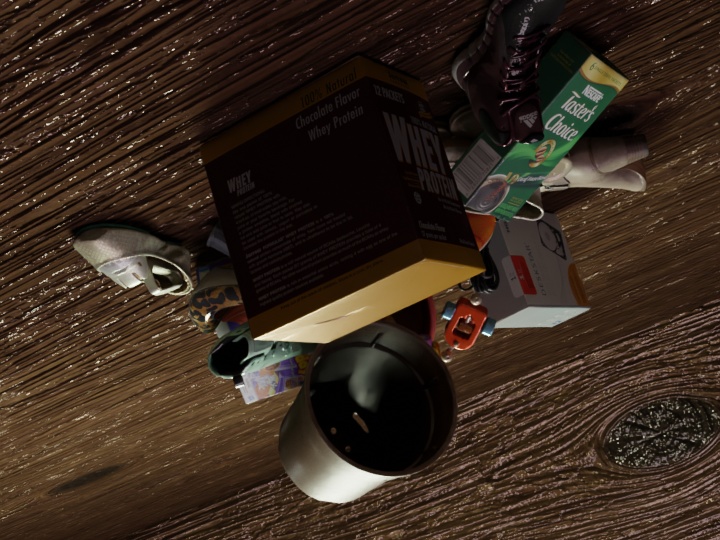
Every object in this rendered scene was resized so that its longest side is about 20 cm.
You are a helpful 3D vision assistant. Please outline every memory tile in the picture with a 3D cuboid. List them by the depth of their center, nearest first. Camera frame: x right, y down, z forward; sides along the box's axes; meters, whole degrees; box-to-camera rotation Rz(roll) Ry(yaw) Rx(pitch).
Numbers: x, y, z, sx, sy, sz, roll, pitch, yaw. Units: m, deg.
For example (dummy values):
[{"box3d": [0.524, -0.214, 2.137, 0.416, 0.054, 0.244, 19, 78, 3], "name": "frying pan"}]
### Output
[{"box3d": [0.148, -0.133, 1.454, 0.152, 0.017, 0.200, -23, 149, 14], "name": "memory tile"}]

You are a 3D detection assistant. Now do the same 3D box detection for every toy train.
[{"box3d": [0.068, 0.065, 1.682, 0.198, 0.151, 0.056, 19, -154, -1], "name": "toy train"}]

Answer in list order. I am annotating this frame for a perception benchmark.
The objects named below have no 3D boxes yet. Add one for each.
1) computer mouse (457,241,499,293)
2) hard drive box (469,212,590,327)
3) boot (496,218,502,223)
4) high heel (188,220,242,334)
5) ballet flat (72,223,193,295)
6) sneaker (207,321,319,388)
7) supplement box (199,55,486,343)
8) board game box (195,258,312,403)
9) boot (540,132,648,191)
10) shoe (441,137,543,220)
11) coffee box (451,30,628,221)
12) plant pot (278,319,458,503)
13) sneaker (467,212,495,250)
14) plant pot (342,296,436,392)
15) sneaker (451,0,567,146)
[{"box3d": [0.077, -0.031, 1.684, 0.198, 0.139, 0.053, -4, 143, -3], "name": "computer mouse"}, {"box3d": [0.232, -0.003, 1.859, 0.076, 0.157, 0.199, -27, 164, 32], "name": "hard drive box"}, {"box3d": [0.090, -0.082, 1.581, 0.173, 0.070, 0.200, -2, 152, -26], "name": "boot"}, {"box3d": [-0.127, 0.041, 1.532, 0.072, 0.142, 0.201, -57, 172, -40], "name": "high heel"}, {"box3d": [-0.242, -0.008, 1.439, 0.067, 0.063, 0.200, -24, 165, 21], "name": "ballet flat"}, {"box3d": [-0.093, 0.078, 1.574, 0.199, 0.074, 0.118, -29, 179, 8], "name": "sneaker"}, {"box3d": [-0.018, -0.061, 1.238, 0.196, 0.202, 0.132, -25, 164, 26], "name": "supplement box"}, {"box3d": [-0.116, 0.066, 1.669, 0.133, 0.045, 0.201, -18, 126, 0], "name": "board game box"}, {"box3d": [0.291, -0.130, 1.664, 0.145, 0.071, 0.200, -14, 165, 7], "name": "boot"}, {"box3d": [0.130, -0.098, 1.434, 0.199, 0.054, 0.070, 12, 141, -37], "name": "shoe"}, {"box3d": [0.181, -0.145, 1.339, 0.200, 0.044, 0.123, -50, 154, 14], "name": "coffee box"}, {"box3d": [-0.007, 0.194, 1.637, 0.199, 0.202, 0.198, -11, 158, -28], "name": "plant pot"}, {"box3d": [0.085, -0.050, 1.450, 0.199, 0.073, 0.078, -16, 137, -41], "name": "sneaker"}, {"box3d": [0.016, 0.067, 1.826, 0.199, 0.202, 0.177, -20, 176, 9], "name": "plant pot"}, {"box3d": [0.153, -0.180, 1.179, 0.075, 0.116, 0.200, -13, 165, -18], "name": "sneaker"}]
